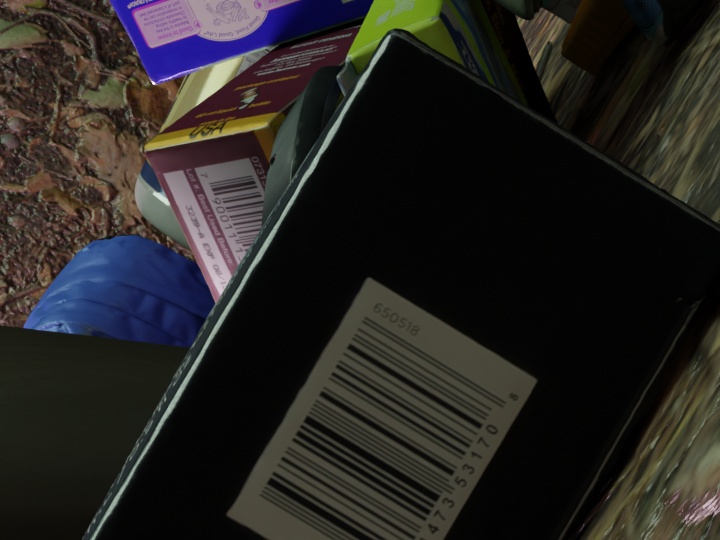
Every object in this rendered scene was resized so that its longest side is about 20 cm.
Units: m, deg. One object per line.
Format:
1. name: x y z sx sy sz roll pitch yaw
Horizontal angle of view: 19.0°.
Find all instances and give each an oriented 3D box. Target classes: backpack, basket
1. backpack: -0.109 0.084 1.232 0.163 0.199 0.168 -55 5 37
2. basket: -0.112 0.096 0.938 0.181 0.198 0.137 -73 -19 -57

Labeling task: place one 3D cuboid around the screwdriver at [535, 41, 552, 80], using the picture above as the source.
1. screwdriver: 0.092 -0.082 1.212 0.029 0.028 0.200 -18 27 33

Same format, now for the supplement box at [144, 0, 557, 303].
1. supplement box: 0.003 -0.062 1.040 0.085 0.111 0.200 -7 25 41

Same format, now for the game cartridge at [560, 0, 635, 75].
1. game cartridge: 0.177 -0.213 1.115 0.200 0.032 0.177 -59 3 48

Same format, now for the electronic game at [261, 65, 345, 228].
1. electronic game: -0.004 0.018 0.870 0.200 0.041 0.202 -3 -90 -80

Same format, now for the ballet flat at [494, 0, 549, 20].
1. ballet flat: 0.045 -0.175 0.961 0.201 0.063 0.068 -93 -3 -47

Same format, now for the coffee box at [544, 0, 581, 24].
1. coffee box: 0.142 -0.259 1.279 0.200 0.114 0.080 -55 5 39

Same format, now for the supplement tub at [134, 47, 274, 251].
1. supplement tub: -0.036 -0.100 1.300 0.201 0.144 0.144 -64 3 8

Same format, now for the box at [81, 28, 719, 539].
1. box: 0.004 0.042 0.671 0.198 0.117 0.200 -59 2 2

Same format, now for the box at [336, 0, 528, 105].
1. box: 0.042 -0.058 0.909 0.047 0.123 0.200 -23 13 11

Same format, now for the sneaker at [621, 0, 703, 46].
1. sneaker: 0.112 -0.172 0.965 0.079 0.089 0.201 -57 23 26

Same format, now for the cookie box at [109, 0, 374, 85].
1. cookie box: -0.016 -0.187 1.108 0.170 0.076 0.200 -14 23 30
